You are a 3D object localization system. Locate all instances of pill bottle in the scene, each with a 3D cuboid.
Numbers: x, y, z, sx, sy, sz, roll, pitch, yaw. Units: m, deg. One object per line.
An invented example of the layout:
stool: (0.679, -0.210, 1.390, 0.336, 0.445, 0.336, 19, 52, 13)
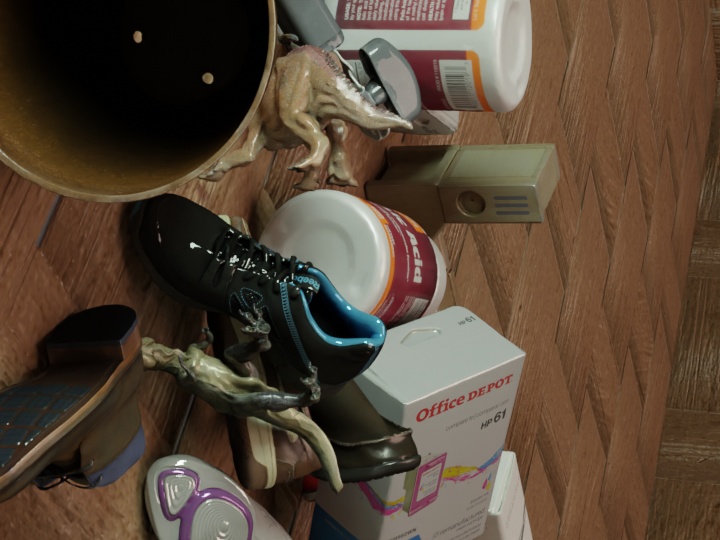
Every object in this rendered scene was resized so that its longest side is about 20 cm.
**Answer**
pill bottle: (0.034, -0.189, 1.300, 0.114, 0.198, 0.116, 4, 90, -70)
pill bottle: (0.000, 0.000, 1.340, 0.200, 0.113, 0.116, 12, 82, -70)

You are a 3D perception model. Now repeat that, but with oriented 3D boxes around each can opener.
can opener: (-0.023, -0.192, 1.224, 0.067, 0.053, 0.201, -36, 106, -15)

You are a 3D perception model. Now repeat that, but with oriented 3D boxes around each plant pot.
plant pot: (-0.127, -0.143, 0.941, 0.200, 0.184, 0.189, -51, 143, -81)

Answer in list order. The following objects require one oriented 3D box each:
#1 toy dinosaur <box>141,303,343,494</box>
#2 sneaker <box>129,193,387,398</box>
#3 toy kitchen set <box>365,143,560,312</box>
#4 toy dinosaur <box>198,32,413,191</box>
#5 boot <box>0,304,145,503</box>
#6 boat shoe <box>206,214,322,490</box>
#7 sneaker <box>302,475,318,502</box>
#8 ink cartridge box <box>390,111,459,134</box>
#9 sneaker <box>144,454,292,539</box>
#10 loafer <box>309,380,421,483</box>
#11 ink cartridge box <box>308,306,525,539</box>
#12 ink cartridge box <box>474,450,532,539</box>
toy dinosaur: (-0.073, 0.079, 1.082, 0.199, 0.088, 0.048, 32, 42, -15)
sneaker: (-0.068, 0.005, 1.096, 0.199, 0.082, 0.074, 37, 51, -16)
toy kitchen set: (0.099, 0.005, 1.540, 0.164, 0.178, 0.202, -59, 142, -49)
toy dinosaur: (-0.048, -0.133, 1.165, 0.085, 0.199, 0.137, 9, 83, -40)
boot: (-0.176, 0.108, 0.954, 0.200, 0.074, 0.098, -56, 141, -58)
boat shoe: (-0.069, 0.057, 1.170, 0.075, 0.074, 0.205, 142, -61, -71)
sneaker: (-0.012, 0.141, 1.446, 0.086, 0.076, 0.200, 65, 27, -15)
ink cartridge box: (0.045, -0.241, 1.493, 0.145, 0.084, 0.203, 22, 71, -69)
sneaker: (-0.105, 0.200, 1.189, 0.075, 0.099, 0.200, -45, 127, -9)
loafer: (-0.029, 0.109, 1.213, 0.072, 0.199, 0.072, -9, 106, -37)
ink cartridge box: (0.046, 0.147, 1.320, 0.144, 0.084, 0.202, -19, 130, -39)
ink cartridge box: (0.097, 0.274, 1.627, 0.084, 0.144, 0.201, -67, 153, -43)
